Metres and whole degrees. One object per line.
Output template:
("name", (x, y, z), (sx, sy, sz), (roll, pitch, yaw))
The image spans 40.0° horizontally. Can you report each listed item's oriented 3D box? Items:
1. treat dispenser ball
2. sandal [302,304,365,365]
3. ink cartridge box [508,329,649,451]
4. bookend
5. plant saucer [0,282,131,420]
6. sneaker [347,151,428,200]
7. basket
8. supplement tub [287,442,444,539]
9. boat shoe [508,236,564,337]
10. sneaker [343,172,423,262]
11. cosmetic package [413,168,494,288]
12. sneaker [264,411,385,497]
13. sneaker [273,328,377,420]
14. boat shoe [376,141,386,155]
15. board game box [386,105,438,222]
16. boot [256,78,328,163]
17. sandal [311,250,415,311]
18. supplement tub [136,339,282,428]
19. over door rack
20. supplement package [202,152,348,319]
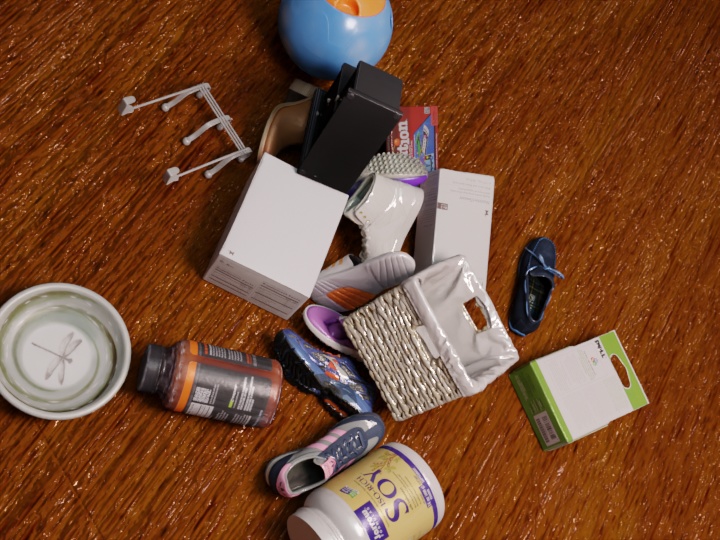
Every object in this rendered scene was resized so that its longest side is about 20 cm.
("treat dispenser ball", (-0.044, -0.431, 1.715), (0.200, 0.201, 0.202), (9, 66, -20))
("sandal", (0.000, 0.105, 1.586), (0.202, 0.050, 0.083), (32, 28, -15))
("ink cartridge box", (0.380, 0.206, 1.711), (0.199, 0.076, 0.148), (-17, 76, -29))
("bookend", (-0.008, -0.265, 1.562), (0.092, 0.200, 0.199), (22, 50, -16))
("plant saucer", (-0.431, 0.119, 1.407), (0.199, 0.050, 0.201), (9, 65, -21))
("sneaker", (0.016, -0.135, 1.669), (0.199, 0.100, 0.070), (-8, 38, 0))
("basket", (0.110, 0.107, 1.538), (0.199, 0.161, 0.200), (61, 30, 4))
("supplement tub", (0.008, 0.358, 1.443), (0.200, 0.145, 0.146), (-28, 82, -31))
("boat shoe", (0.324, 0.025, 1.764), (0.084, 0.069, 0.201), (20, 62, -15))
("sneaker", (0.011, -0.062, 1.614), (0.115, 0.074, 0.201), (20, 98, -27))
("cosmetic package", (0.158, -0.065, 1.693), (0.112, 0.081, 0.201), (6, 83, -22))
("sneaker", (-0.041, 0.280, 1.468), (0.200, 0.082, 0.070), (-29, 104, -16))
("sneaker", (-0.054, 0.159, 1.551), (0.200, 0.075, 0.079), (43, 50, -11))
("boat shoe", (0.048, -0.248, 1.756), (0.065, 0.073, 0.201), (-20, 95, -43))
("board game box", (0.091, -0.184, 1.717), (0.103, 0.019, 0.201), (-8, 101, -33))
("boot", (-0.079, -0.231, 1.679), (0.154, 0.074, 0.200), (28, 59, -1))
("sandal", (0.006, 0.005, 1.572), (0.079, 0.206, 0.059), (46, 39, -30))
("supplement tub", (-0.221, 0.162, 1.448), (0.199, 0.107, 0.107), (15, 64, -17))
("over door rack", (-0.286, -0.218, 1.590), (0.200, 0.067, 0.148), (-27, 81, -51))
("supplement package", (-0.133, -0.054, 1.573), (0.155, 0.111, 0.201), (26, 61, -11))
